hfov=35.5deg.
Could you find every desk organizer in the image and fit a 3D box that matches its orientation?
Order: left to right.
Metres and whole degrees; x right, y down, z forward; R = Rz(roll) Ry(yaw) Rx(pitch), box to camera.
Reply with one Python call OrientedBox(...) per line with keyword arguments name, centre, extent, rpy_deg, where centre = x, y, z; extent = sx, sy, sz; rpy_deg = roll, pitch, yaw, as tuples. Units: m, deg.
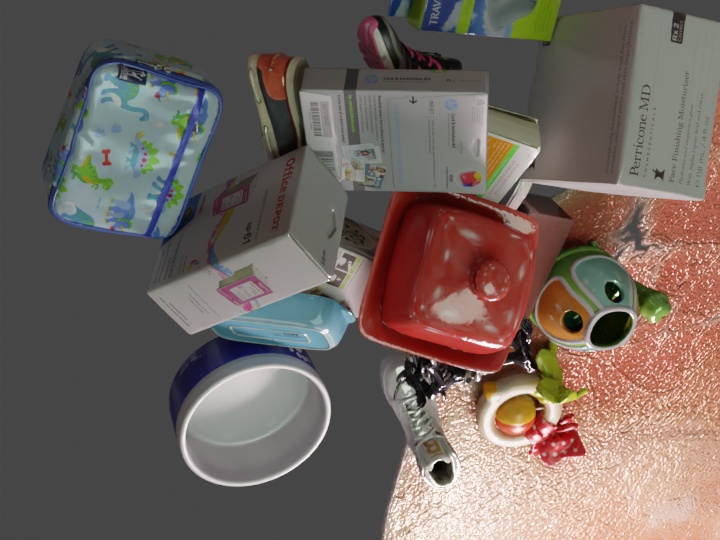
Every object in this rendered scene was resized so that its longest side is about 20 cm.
OrientedBox(name="desk organizer", centre=(0.198, -0.002, 1.488), extent=(0.076, 0.072, 0.201), rpy_deg=(8, 116, -29))

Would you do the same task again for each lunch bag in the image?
OrientedBox(name="lunch bag", centre=(-0.244, -0.138, 1.215), extent=(0.160, 0.083, 0.201), rpy_deg=(13, 115, -32))

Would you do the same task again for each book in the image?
OrientedBox(name="book", centre=(0.088, -0.140, 1.296), extent=(0.198, 0.048, 0.134), rpy_deg=(14, 141, -15))

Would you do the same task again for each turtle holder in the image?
OrientedBox(name="turtle holder", centre=(0.319, 0.051, 1.530), extent=(0.185, 0.132, 0.141), rpy_deg=(28, 105, -35))

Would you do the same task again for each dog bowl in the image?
OrientedBox(name="dog bowl", centre=(-0.143, 0.176, 1.439), extent=(0.198, 0.079, 0.202), rpy_deg=(-12, 128, -16))

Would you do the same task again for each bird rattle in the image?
OrientedBox(name="bird rattle", centre=(0.246, 0.203, 1.640), extent=(0.161, 0.113, 0.201), rpy_deg=(-5, 135, -6))

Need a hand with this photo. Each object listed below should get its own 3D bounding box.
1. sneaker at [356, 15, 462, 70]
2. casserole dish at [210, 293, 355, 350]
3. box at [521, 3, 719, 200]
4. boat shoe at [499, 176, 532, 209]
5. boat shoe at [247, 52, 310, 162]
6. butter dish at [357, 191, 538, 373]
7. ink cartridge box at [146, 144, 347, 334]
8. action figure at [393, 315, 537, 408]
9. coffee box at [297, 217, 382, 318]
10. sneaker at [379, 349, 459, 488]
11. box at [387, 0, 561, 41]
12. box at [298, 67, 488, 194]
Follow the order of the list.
OrientedBox(name="sneaker", centre=(0.069, -0.230, 1.295), extent=(0.087, 0.074, 0.200), rpy_deg=(-39, 130, 2))
OrientedBox(name="casserole dish", centre=(-0.106, 0.060, 1.344), extent=(0.198, 0.039, 0.121), rpy_deg=(5, 160, 10))
OrientedBox(name="box", centre=(0.300, -0.190, 1.302), extent=(0.130, 0.200, 0.201), rpy_deg=(5, 94, -25))
OrientedBox(name="boat shoe", centre=(0.138, -0.091, 1.403), extent=(0.092, 0.075, 0.201), rpy_deg=(16, 113, -37))
OrientedBox(name="boat shoe", centre=(-0.085, -0.157, 1.280), extent=(0.062, 0.071, 0.201), rpy_deg=(9, 134, 17))
OrientedBox(name="butter dish", centre=(0.123, 0.009, 1.278), extent=(0.198, 0.148, 0.201), rpy_deg=(17, 87, -18))
OrientedBox(name="ink cartridge box", centre=(-0.123, -0.034, 1.241), extent=(0.199, 0.145, 0.085), rpy_deg=(-20, 130, 26))
OrientedBox(name="action figure", centre=(0.121, 0.105, 1.433), extent=(0.198, 0.119, 0.103), rpy_deg=(-16, 115, 21))
OrientedBox(name="coffee box", centre=(0.000, 0.000, 1.379), extent=(0.199, 0.113, 0.080), rpy_deg=(22, 110, -31))
OrientedBox(name="sneaker", centre=(0.089, 0.209, 1.543), extent=(0.073, 0.116, 0.201), rpy_deg=(-25, 125, -4))
OrientedBox(name="box", centre=(0.138, -0.331, 1.277), extent=(0.198, 0.048, 0.123), rpy_deg=(-1, 119, -23))
OrientedBox(name="box", centre=(0.040, -0.150, 1.227), extent=(0.198, 0.041, 0.157), rpy_deg=(2, 142, 8))
